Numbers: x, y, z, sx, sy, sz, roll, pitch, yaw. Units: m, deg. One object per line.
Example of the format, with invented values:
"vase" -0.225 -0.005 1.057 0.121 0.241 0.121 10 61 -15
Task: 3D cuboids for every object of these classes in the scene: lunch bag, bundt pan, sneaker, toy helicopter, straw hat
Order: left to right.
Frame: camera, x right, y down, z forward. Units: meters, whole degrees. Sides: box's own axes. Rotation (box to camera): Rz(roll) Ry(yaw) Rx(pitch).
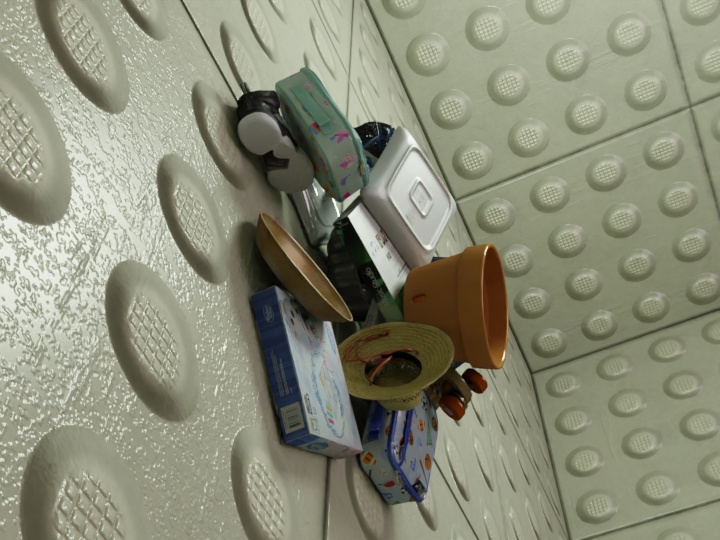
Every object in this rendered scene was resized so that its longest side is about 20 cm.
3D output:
"sneaker" -0.134 -0.211 1.425 0.200 0.075 0.115 52 20 -55
"lunch bag" -0.059 -0.217 1.445 0.201 0.077 0.161 55 -13 29
"sneaker" -0.003 -0.215 1.608 0.077 0.198 0.076 124 -35 -57
"bundt pan" 0.000 0.000 1.589 0.202 0.075 0.204 -11 90 -68
"straw hat" 0.054 0.165 1.378 0.202 0.199 0.086 -86 165 -60
"lunch bag" 0.062 0.262 1.443 0.201 0.075 0.161 -76 148 -45
"toy helicopter" 0.128 0.197 1.559 0.132 0.079 0.200 42 -21 7

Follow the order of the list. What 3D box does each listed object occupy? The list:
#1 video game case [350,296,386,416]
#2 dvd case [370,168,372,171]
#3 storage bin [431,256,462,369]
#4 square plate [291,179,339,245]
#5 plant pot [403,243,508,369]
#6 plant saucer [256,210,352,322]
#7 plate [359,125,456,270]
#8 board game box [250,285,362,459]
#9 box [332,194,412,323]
"video game case" 0.045 0.166 1.537 0.200 0.023 0.183 55 45 -47
"dvd case" 0.010 -0.179 1.711 0.200 0.141 0.018 -115 -175 -77
"storage bin" 0.136 0.083 1.731 0.093 0.134 0.202 -31 113 -38
"square plate" -0.086 -0.145 1.620 0.198 0.028 0.202 -15 84 -77
"plant pot" 0.154 0.063 1.476 0.200 0.139 0.202 -5 90 -71
"plant saucer" -0.087 0.004 1.276 0.201 0.035 0.200 50 4 -5
"plate" 0.095 -0.121 1.567 0.200 0.032 0.201 54 44 -26
"board game box" -0.070 0.143 1.225 0.199 0.043 0.202 40 32 -64
"box" 0.034 -0.021 1.502 0.201 0.036 0.144 60 26 -11
